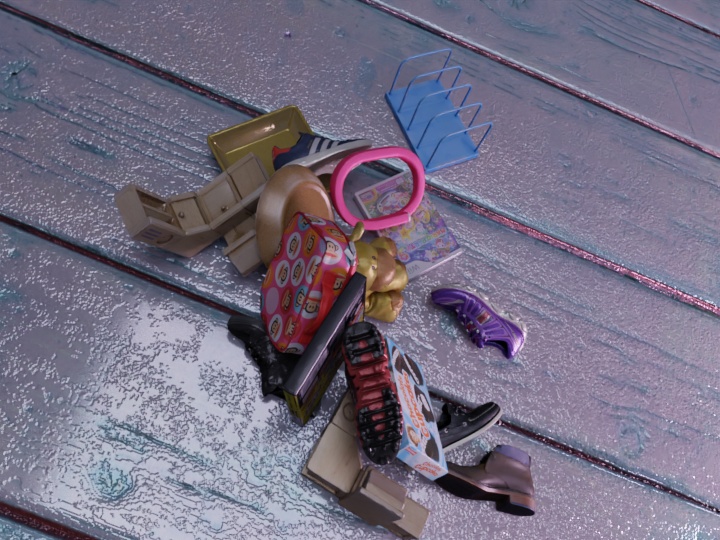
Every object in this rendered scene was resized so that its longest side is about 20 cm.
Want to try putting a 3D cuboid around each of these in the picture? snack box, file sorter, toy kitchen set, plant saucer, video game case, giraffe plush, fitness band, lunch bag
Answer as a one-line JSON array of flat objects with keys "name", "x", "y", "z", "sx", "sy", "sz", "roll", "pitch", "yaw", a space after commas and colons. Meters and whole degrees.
[{"name": "snack box", "x": 0.075, "y": 0.214, "z": 0.995, "sx": 0.116, "sy": 0.037, "sz": 0.203, "roll": 42, "pitch": 25, "yaw": -38}, {"name": "file sorter", "x": 0.163, "y": -0.333, "z": 1.294, "sx": 0.136, "sy": 0.123, "sz": 0.203, "roll": -19, "pitch": 72, "yaw": -21}, {"name": "toy kitchen set", "x": 0.041, "y": 0.279, "z": 0.970, "sx": 0.197, "sy": 0.164, "sz": 0.182, "roll": 31, "pitch": 63, "yaw": 1}, {"name": "plant saucer", "x": -0.101, "y": -0.080, "z": 1.092, "sx": 0.035, "sy": 0.201, "sz": 0.203, "roll": 6, "pitch": 57, "yaw": 34}, {"name": "toy kitchen set", "x": -0.242, "y": -0.085, "z": 1.020, "sx": 0.198, "sy": 0.180, "sz": 0.165, "roll": -32, "pitch": 74, "yaw": 10}, {"name": "video game case", "x": 0.092, "y": -0.091, "z": 1.231, "sx": 0.141, "sy": 0.018, "sz": 0.203, "roll": -25, "pitch": 75, "yaw": -22}, {"name": "video game case", "x": -0.050, "y": 0.124, "z": 0.953, "sx": 0.025, "sy": 0.182, "sz": 0.202, "roll": 27, "pitch": 66, "yaw": 12}, {"name": "giraffe plush", "x": 0.000, "y": 0.000, "z": 1.082, "sx": 0.196, "sy": 0.163, "sz": 0.176, "roll": -17, "pitch": 74, "yaw": -16}, {"name": "plant saucer", "x": -0.164, "y": -0.196, "z": 1.198, "sx": 0.197, "sy": 0.049, "sz": 0.203, "roll": -26, "pitch": 75, "yaw": -21}, {"name": "fitness band", "x": 0.035, "y": -0.152, "z": 1.169, "sx": 0.196, "sy": 0.037, "sz": 0.147, "roll": -14, "pitch": 107, "yaw": -25}, {"name": "lunch bag", "x": -0.083, "y": 0.025, "z": 0.981, "sx": 0.080, "sy": 0.204, "sz": 0.176, "roll": 15, "pitch": 19, "yaw": -31}]

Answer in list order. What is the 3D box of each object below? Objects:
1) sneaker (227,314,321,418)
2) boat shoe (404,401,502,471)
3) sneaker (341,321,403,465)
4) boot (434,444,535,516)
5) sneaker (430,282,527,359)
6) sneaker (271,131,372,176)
[{"name": "sneaker", "x": -0.145, "y": 0.158, "z": 1.043, "sx": 0.196, "sy": 0.060, "sz": 0.106, "roll": 25, "pitch": 60, "yaw": -5}, {"name": "boat shoe", "x": 0.149, "y": 0.260, "z": 1.063, "sx": 0.196, "sy": 0.075, "sz": 0.067, "roll": -26, "pitch": 86, "yaw": -12}, {"name": "sneaker", "x": 0.018, "y": 0.182, "z": 0.926, "sx": 0.069, "sy": 0.098, "sz": 0.205, "roll": -11, "pitch": 69, "yaw": -4}, {"name": "boot", "x": 0.205, "y": 0.332, "z": 1.054, "sx": 0.196, "sy": 0.075, "sz": 0.099, "roll": 25, "pitch": 53, "yaw": -13}, {"name": "sneaker", "x": 0.213, "y": 0.092, "z": 1.150, "sx": 0.197, "sy": 0.081, "sz": 0.085, "roll": 30, "pitch": 69, "yaw": 0}, {"name": "sneaker", "x": -0.073, "y": -0.224, "z": 1.167, "sx": 0.196, "sy": 0.075, "sz": 0.086, "roll": -19, "pitch": 65, "yaw": -25}]
